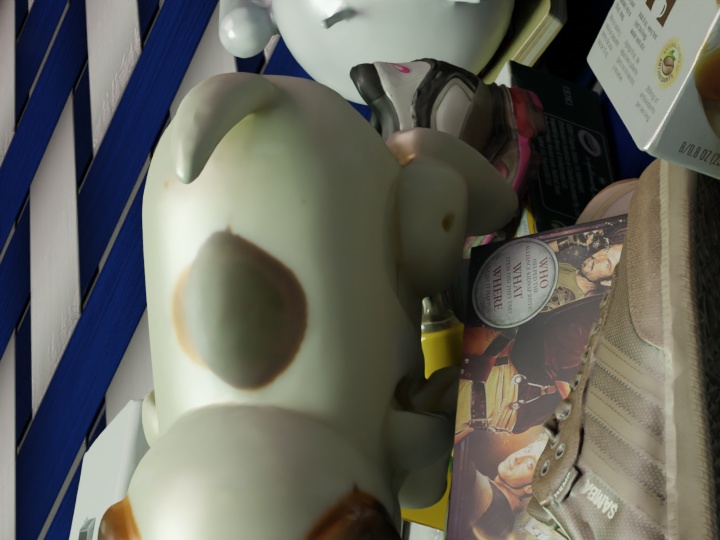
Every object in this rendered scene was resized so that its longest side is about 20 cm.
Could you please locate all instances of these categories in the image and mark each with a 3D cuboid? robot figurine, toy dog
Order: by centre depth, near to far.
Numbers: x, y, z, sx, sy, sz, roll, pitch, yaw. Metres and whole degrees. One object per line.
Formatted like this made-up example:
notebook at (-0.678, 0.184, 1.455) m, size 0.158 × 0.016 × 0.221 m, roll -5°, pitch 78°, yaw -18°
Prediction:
toy dog at (-0.023, 0.042, 0.968) m, size 0.194 × 0.139 × 0.201 m, roll 68°, pitch -154°, yaw -69°
robot figurine at (0.013, -0.143, 1.244) m, size 0.200 × 0.169 × 0.113 m, roll -99°, pitch -14°, yaw -72°

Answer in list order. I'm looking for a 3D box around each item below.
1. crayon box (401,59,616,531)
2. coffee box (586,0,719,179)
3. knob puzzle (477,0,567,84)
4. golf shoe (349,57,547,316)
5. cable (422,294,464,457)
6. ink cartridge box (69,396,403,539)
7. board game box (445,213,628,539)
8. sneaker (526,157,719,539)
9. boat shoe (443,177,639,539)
crayon box at (0.048, 0.024, 1.183) m, size 0.126 × 0.051 × 0.200 m, roll -95°, pitch 29°, yaw -49°
coffee box at (0.172, -0.122, 0.855) m, size 0.080 × 0.114 × 0.201 m, roll -109°, pitch 40°, yaw -61°
knob puzzle at (0.051, -0.090, 1.301) m, size 0.220 × 0.030 × 0.220 m, roll -54°, pitch 14°, yaw 19°
golf shoe at (0.000, 0.000, 1.120) m, size 0.073 × 0.092 × 0.201 m, roll -112°, pitch 42°, yaw -62°
cable at (0.063, 0.100, 1.082) m, size 0.050 × 0.097 × 0.201 m, roll -37°, pitch -49°, yaw -69°
ink cartridge box at (-0.066, 0.177, 1.226) m, size 0.084 × 0.144 × 0.201 m, roll 137°, pitch 146°, yaw -56°
board game box at (0.095, 0.074, 0.911) m, size 0.135 × 0.035 × 0.201 m, roll -12°, pitch 57°, yaw 30°
sneaker at (0.086, 0.052, 0.856) m, size 0.075 × 0.070 × 0.201 m, roll -11°, pitch 58°, yaw 25°
boat shoe at (0.087, 0.059, 0.998) m, size 0.069 × 0.073 × 0.201 m, roll -177°, pitch 106°, yaw -75°
